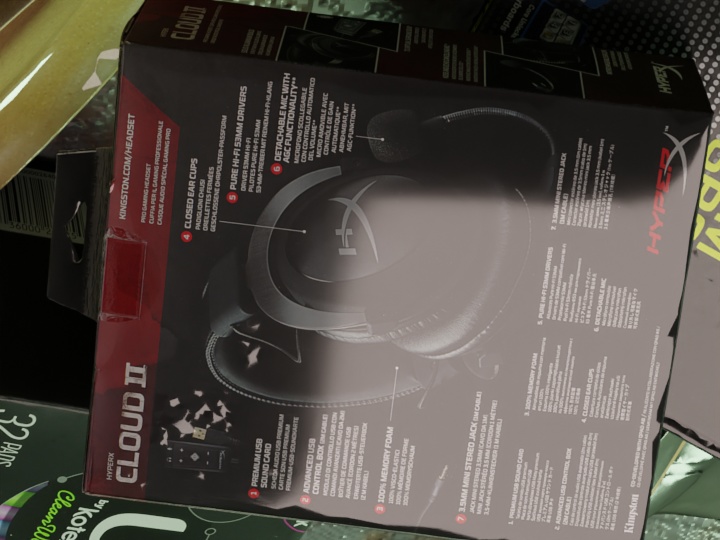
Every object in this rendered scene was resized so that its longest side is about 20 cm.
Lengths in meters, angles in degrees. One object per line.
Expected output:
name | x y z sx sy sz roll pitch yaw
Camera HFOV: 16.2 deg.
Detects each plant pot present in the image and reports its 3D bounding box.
plant pot | -0.122 -0.054 0.783 0.027 0.200 0.200 44 124 3

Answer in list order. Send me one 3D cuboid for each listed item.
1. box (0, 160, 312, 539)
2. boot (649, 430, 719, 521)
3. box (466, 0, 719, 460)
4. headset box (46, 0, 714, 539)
box | -0.116 0.074 0.969 0.148 0.125 0.200 11 134 -26
boot | 0.168 0.031 1.062 0.138 0.078 0.200 8 133 -50
box | 0.127 -0.046 0.839 0.193 0.048 0.200 30 106 -4
headset box | 0.000 0.000 0.796 0.199 0.077 0.150 7 108 1
